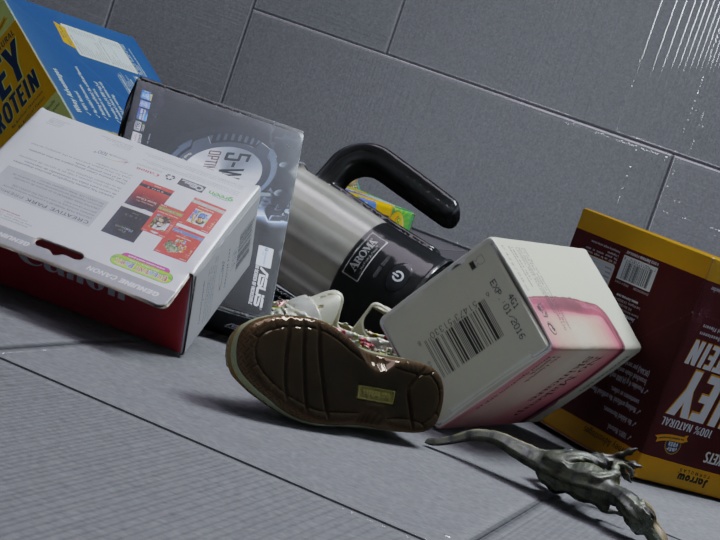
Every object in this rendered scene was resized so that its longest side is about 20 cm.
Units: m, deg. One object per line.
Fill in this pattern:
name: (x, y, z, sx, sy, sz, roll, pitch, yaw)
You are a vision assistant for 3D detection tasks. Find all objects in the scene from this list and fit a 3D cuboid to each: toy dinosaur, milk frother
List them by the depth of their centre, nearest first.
toy dinosaur: (0.153, 0.148, 1.305, 0.199, 0.048, 0.088, 19, 11, 32)
milk frother: (0.000, 0.000, 1.728, 0.187, 0.180, 0.201, 34, -34, 18)

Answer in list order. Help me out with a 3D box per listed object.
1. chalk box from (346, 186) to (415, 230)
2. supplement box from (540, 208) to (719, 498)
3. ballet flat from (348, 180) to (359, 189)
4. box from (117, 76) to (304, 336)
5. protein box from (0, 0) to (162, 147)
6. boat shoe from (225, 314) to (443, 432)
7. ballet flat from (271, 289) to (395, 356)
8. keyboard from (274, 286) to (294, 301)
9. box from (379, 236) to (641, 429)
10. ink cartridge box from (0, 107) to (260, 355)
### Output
chalk box: (-0.027, -0.038, 2.092, 0.199, 0.126, 0.124, 13, 8, -40)
supplement box: (0.273, 0.075, 1.606, 0.132, 0.202, 0.197, 17, 6, -32)
ballet flat: (-0.085, -0.064, 2.205, 0.066, 0.199, 0.071, 59, 23, -16)
box: (-0.143, -0.053, 1.516, 0.159, 0.201, 0.044, 18, -31, -14)
protein box: (-0.301, -0.153, 1.815, 0.199, 0.135, 0.199, 12, 38, -53)
boat shoe: (-0.031, 0.080, 1.274, 0.076, 0.072, 0.199, 4, -15, 47)
ballet flat: (-0.009, 0.054, 1.557, 0.198, 0.064, 0.076, 18, 5, -6)
keyboard: (-0.118, 0.000, 1.843, 0.103, 0.040, 0.200, 17, 5, -33)
box: (0.130, 0.055, 1.483, 0.199, 0.128, 0.109, 5, 52, -59)
ink cartridge box: (-0.204, -0.022, 1.358, 0.199, 0.084, 0.176, 20, 38, 11)
